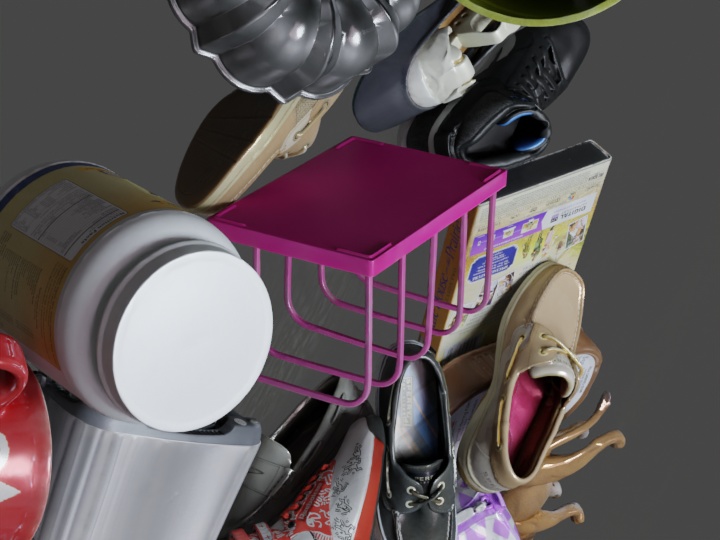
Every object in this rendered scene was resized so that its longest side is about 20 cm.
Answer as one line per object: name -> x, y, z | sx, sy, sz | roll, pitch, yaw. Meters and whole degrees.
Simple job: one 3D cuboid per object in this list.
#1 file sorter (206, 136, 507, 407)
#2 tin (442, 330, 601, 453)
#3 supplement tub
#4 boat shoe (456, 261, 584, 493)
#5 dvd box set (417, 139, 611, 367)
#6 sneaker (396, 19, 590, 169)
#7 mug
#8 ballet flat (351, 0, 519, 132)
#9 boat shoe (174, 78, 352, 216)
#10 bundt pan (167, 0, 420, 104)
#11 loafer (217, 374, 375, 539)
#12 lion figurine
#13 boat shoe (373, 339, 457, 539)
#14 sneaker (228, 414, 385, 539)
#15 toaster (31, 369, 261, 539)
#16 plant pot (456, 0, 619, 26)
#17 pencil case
file sorter -> 0.000, 0.000, 1.421 | 0.200, 0.138, 0.126 | -34, 131, -51
tin -> 0.122, 0.106, 1.631 | 0.199, 0.042, 0.113 | -18, 138, -33
supplement tub -> -0.163, 0.017, 1.296 | 0.144, 0.199, 0.146 | -15, 116, -34
boat shoe -> 0.144, 0.086, 1.538 | 0.073, 0.069, 0.201 | 30, 72, -29
dvd box set -> 0.122, -0.005, 1.576 | 0.146, 0.029, 0.201 | -20, 141, -32
sneaker -> 0.134, -0.134, 1.528 | 0.200, 0.112, 0.073 | -38, 118, -21
mug -> -0.316, 0.102, 1.257 | 0.199, 0.133, 0.179 | 2, 111, -34
ballet flat -> 0.076, -0.180, 1.499 | 0.200, 0.073, 0.073 | -45, 129, -16
boat shoe -> -0.057, -0.112, 1.416 | 0.200, 0.071, 0.065 | -52, 130, -12
bundt pan -> -0.036, -0.221, 1.346 | 0.200, 0.076, 0.204 | 1, 88, -31
loafer -> -0.070, 0.158, 1.517 | 0.200, 0.070, 0.070 | -43, 121, -26
lion figurine -> 0.145, 0.188, 1.666 | 0.122, 0.073, 0.201 | -12, 134, -28
boat shoe -> 0.043, 0.157, 1.518 | 0.068, 0.057, 0.202 | -6, 93, -13
sneaker -> -0.044, 0.191, 1.454 | 0.067, 0.107, 0.203 | 103, -3, -59
toaster -> -0.175, 0.146, 1.395 | 0.199, 0.113, 0.130 | 10, 103, -42
plant pot -> 0.143, -0.273, 1.388 | 0.193, 0.199, 0.202 | -18, 126, -75
pencil case -> 0.042, 0.246, 1.594 | 0.199, 0.084, 0.086 | -36, 170, -3
